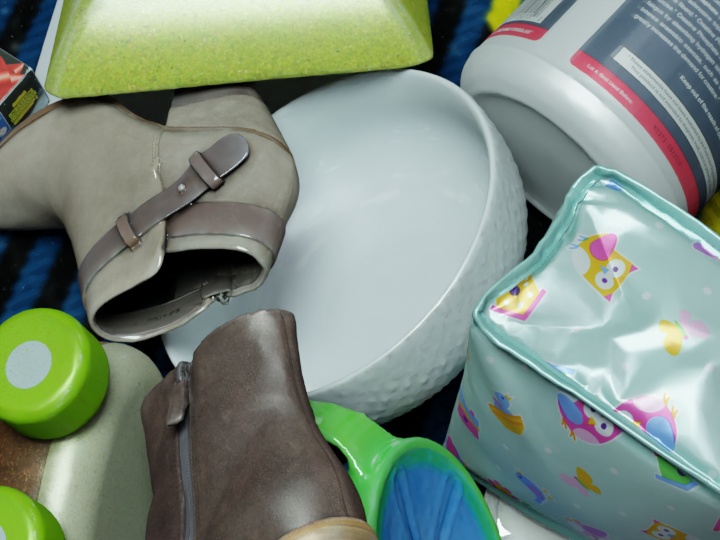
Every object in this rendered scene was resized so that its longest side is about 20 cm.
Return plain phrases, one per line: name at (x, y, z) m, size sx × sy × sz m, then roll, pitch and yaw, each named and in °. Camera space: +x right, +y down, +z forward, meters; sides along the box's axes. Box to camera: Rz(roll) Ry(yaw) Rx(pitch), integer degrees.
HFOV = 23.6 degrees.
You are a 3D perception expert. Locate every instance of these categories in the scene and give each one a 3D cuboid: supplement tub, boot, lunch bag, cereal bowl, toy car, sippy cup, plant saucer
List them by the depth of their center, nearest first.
boot at (-0.068, 0.132, 0.732) m, size 0.200 × 0.072 × 0.167 m, roll -42°, pitch 50°, yaw 32°
lunch bag at (0.149, 0.071, 0.779) m, size 0.200 × 0.170 × 0.122 m, roll 33°, pitch 67°, yaw 14°
sippy cup at (-0.015, 0.155, 0.790) m, size 0.130 × 0.140 × 0.178 m, roll -17°, pitch 68°, yaw 26°
toy car at (-0.198, 0.105, 0.824) m, size 0.200 × 0.164 × 0.158 m, roll 3°, pitch 68°, yaw 18°
cereal bowl at (0.000, 0.000, 0.864) m, size 0.200 × 0.083 × 0.200 m, roll -21°, pitch 47°, yaw 25°
boot at (-0.122, -0.024, 0.866) m, size 0.200 × 0.070 × 0.146 m, roll -24°, pitch 42°, yaw 20°
supplement tub at (0.162, -0.120, 0.890) m, size 0.140 × 0.140 × 0.200 m, roll 40°, pitch 76°, yaw 18°
plant saucer at (-0.066, -0.174, 0.931) m, size 0.200 × 0.048 × 0.200 m, roll -5°, pitch 39°, yaw 2°

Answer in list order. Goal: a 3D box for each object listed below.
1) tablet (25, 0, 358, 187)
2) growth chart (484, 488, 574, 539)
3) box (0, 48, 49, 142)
tablet at (-0.081, -0.120, 0.977) m, size 0.200 × 0.014 × 0.130 m, roll 9°, pitch 69°, yaw 8°
growth chart at (0.120, 0.131, 0.857) m, size 0.145 × 0.018 × 0.200 m, roll 16°, pitch 70°, yaw 10°
box at (-0.294, -0.101, 0.964) m, size 0.200 × 0.040 × 0.137 m, roll 32°, pitch 73°, yaw 19°
